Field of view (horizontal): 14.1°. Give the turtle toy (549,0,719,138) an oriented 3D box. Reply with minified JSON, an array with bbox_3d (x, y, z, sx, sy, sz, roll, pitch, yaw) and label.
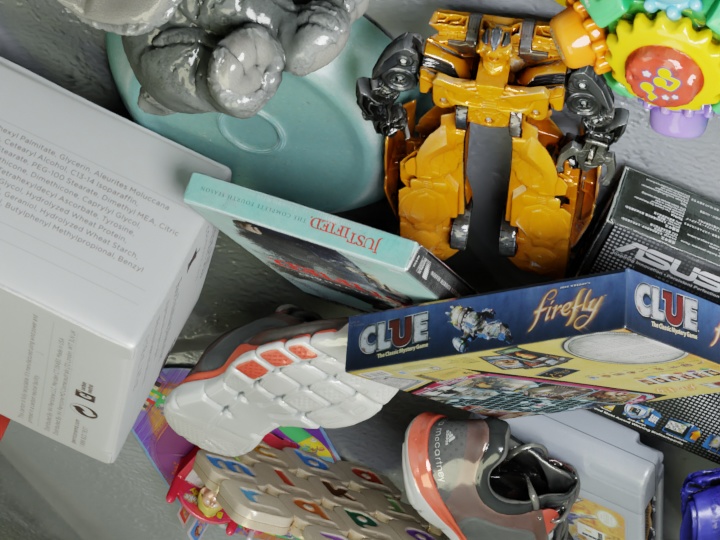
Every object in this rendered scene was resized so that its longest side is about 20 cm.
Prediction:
[{"bbox_3d":[0.177,-0.114,1.420,0.200,0.101,0.146,34,144,-17],"label":"turtle toy"}]

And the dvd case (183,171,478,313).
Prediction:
[{"bbox_3d":[0.000,0.000,1.661,0.146,0.022,0.200,18,172,24],"label":"dvd case"}]

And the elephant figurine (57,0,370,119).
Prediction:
[{"bbox_3d":[-0.097,-0.183,1.484,0.200,0.155,0.142,51,-179,-21],"label":"elephant figurine"}]

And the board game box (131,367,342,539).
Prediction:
[{"bbox_3d":[-0.085,0.143,1.974,0.157,0.039,0.200,2,142,27],"label":"board game box"}]

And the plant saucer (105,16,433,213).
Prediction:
[{"bbox_3d":[-0.057,-0.091,1.644,0.199,0.036,0.200,15,145,11],"label":"plant saucer"}]

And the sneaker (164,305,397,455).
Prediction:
[{"bbox_3d":[-0.043,0.048,1.754,0.077,0.082,0.200,42,143,-26],"label":"sneaker"}]

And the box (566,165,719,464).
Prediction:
[{"bbox_3d":[0.209,0.041,1.663,0.199,0.048,0.193,23,150,-1],"label":"box"}]

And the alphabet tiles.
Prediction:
[{"bbox_3d":[-0.005,0.157,1.837,0.199,0.015,0.196,15,-167,-27],"label":"alphabet tiles"}]

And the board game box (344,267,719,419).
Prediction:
[{"bbox_3d":[0.109,0.044,1.607,0.199,0.035,0.135,-10,159,42],"label":"board game box"}]

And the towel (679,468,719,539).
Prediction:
[{"bbox_3d":[0.283,0.136,1.686,0.199,0.050,0.148,-9,158,1],"label":"towel"}]

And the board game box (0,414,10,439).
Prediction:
[{"bbox_3d":[-0.261,0.118,1.898,0.040,0.201,0.153,26,147,-6],"label":"board game box"}]

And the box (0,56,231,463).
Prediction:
[{"bbox_3d":[-0.198,-0.011,1.714,0.199,0.131,0.199,25,156,2],"label":"box"}]

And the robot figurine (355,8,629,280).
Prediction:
[{"bbox_3d":[0.070,-0.070,1.572,0.144,0.058,0.200,8,145,5],"label":"robot figurine"}]

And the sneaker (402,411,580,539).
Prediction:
[{"bbox_3d":[0.099,0.149,1.747,0.082,0.077,0.200,-10,147,27],"label":"sneaker"}]

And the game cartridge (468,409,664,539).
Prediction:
[{"bbox_3d":[0.125,0.140,1.826,0.133,0.042,0.200,19,153,16],"label":"game cartridge"}]
